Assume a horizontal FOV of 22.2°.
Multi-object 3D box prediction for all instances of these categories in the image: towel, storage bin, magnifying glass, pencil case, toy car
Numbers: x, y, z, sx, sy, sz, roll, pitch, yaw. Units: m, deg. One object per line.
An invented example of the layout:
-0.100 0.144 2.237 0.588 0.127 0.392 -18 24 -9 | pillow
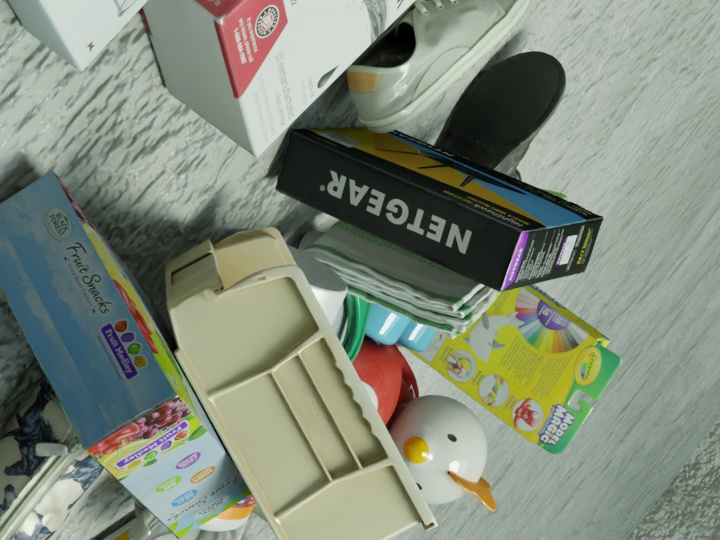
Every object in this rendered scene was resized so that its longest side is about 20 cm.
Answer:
0.061 -0.031 1.432 0.200 0.148 0.031 -44 149 -46 | towel
-0.049 0.077 1.200 0.093 0.200 0.200 -28 -170 -2 | storage bin
0.000 0.000 1.464 0.200 0.022 0.080 -59 142 -40 | magnifying glass
-0.237 0.166 1.233 0.201 0.078 0.089 -54 179 0 | pencil case
0.038 0.140 1.586 0.185 0.199 0.177 -56 161 6 | toy car

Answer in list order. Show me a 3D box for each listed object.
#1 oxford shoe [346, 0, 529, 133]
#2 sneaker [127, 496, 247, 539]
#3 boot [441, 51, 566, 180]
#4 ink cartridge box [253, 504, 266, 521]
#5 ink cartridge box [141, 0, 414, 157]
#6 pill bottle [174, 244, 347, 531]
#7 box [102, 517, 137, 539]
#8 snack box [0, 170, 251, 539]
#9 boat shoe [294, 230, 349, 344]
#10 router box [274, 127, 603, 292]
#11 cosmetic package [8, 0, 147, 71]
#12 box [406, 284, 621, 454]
0.062 -0.183 1.352 0.200 0.075 0.058 -46 121 -23 | oxford shoe
-0.132 0.173 1.464 0.078 0.099 0.200 -56 -175 18 | sneaker
0.116 -0.093 1.610 0.200 0.069 0.174 -51 164 4 | boot
-0.011 0.248 1.652 0.048 0.199 0.146 -54 159 -5 | ink cartridge box
-0.034 -0.192 1.112 0.200 0.083 0.147 -46 156 -17 | ink cartridge box
-0.092 0.081 1.356 0.109 0.109 0.201 0 119 -64 | pill bottle
-0.205 0.296 1.446 0.200 0.112 0.102 -31 151 -43 | box
-0.148 0.057 1.126 0.067 0.169 0.200 -30 156 -4 | snack box
-0.049 0.063 1.475 0.071 0.069 0.202 -41 133 -55 | boat shoe
0.059 -0.049 1.349 0.149 0.199 0.051 -11 121 -60 | router box
-0.115 -0.221 0.951 0.200 0.052 0.151 -49 161 -11 | cosmetic package
0.138 0.069 1.690 0.118 0.200 0.048 -58 157 13 | box
